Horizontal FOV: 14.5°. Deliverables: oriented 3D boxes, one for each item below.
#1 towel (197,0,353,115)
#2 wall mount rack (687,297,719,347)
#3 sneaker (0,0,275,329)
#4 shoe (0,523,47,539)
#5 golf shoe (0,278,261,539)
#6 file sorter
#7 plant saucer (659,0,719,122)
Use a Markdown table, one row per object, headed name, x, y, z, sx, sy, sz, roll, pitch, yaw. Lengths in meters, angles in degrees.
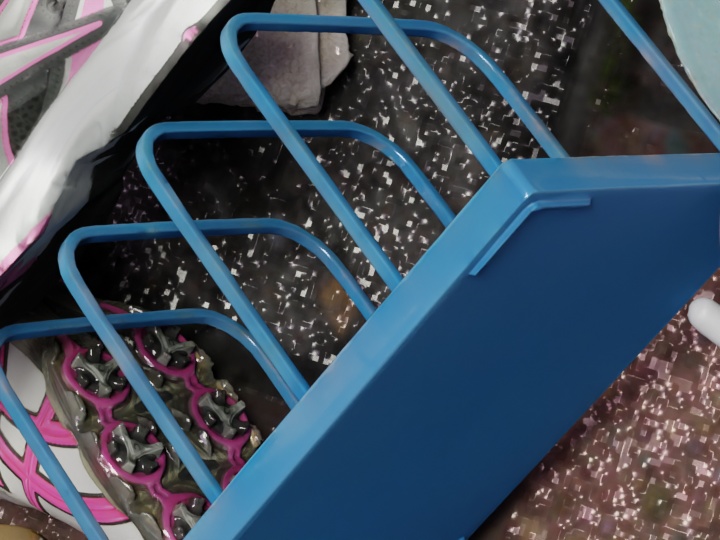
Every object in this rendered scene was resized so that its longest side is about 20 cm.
| name | x | y | z | sx | sy | sz | roll | pitch | yaw |
| --- | --- | --- | --- | --- | --- | --- | --- | --- | --- |
| towel | -0.098 | -0.125 | 0.954 | 0.199 | 0.034 | 0.133 | 5 | 81 | -8 |
| wall mount rack | 0.142 | 0.111 | 0.853 | 0.174 | 0.075 | 0.200 | 37 | 94 | 30 |
| sneaker | -0.112 | -0.049 | 0.872 | 0.086 | 0.080 | 0.200 | 43 | 102 | 8 |
| shoe | -0.202 | 0.122 | 0.975 | 0.199 | 0.070 | 0.054 | -6 | 72 | 17 |
| golf shoe | -0.105 | 0.047 | 0.962 | 0.200 | 0.072 | 0.092 | 48 | 127 | 18 |
| file sorter | 0.000 | 0.000 | 0.857 | 0.200 | 0.138 | 0.123 | -50 | 63 | 29 |
| plant saucer | 0.192 | -0.109 | 0.887 | 0.200 | 0.039 | 0.202 | -3 | 81 | 18 |
